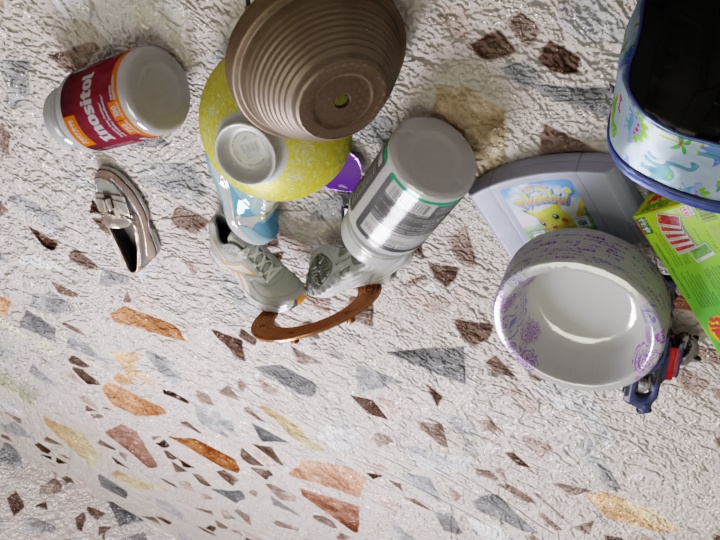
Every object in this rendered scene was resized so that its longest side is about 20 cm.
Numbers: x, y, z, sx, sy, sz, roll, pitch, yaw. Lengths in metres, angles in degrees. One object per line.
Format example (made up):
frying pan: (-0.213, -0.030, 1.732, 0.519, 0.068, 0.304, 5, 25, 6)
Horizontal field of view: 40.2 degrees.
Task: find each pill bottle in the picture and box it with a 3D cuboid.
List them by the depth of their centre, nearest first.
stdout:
pill bottle: (0.052, -0.089, 1.209, 0.112, 0.114, 0.200, 31, 147, -6)
pill bottle: (-0.326, -0.218, 1.293, 0.199, 0.114, 0.113, -7, 135, 40)

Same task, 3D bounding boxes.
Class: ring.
ring: (-0.062, 0.057, 1.415, 0.199, 0.200, 0.019, -6, 113, 39)

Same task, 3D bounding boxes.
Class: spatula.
spatula: (-0.020, -0.092, 1.334, 0.056, 0.021, 0.201, 8, 149, 11)

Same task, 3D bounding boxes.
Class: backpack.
backpack: (0.310, -0.146, 0.872, 0.181, 0.201, 0.148, 19, 146, 10)

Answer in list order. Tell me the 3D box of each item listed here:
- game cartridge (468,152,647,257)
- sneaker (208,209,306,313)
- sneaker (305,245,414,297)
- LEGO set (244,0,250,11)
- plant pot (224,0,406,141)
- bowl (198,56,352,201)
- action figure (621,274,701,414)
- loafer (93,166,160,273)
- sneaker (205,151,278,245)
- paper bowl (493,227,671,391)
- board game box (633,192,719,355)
game cartridge: (0.232, -0.078, 1.172, 0.199, 0.041, 0.134, -7, 130, 41)
sneaker: (-0.161, -0.015, 1.449, 0.199, 0.076, 0.092, 33, 150, 29)
sneaker: (0.000, 0.000, 1.392, 0.099, 0.079, 0.199, 16, 157, -35)
LEGO set: (-0.101, -0.360, 0.983, 0.199, 0.116, 0.155, -22, 94, 45)
plant pot: (-0.035, -0.203, 1.032, 0.199, 0.093, 0.202, -16, 141, -13)
bowl: (-0.117, -0.160, 1.177, 0.198, 0.108, 0.202, 10, 123, 15)
action figure: (0.349, 0.071, 1.274, 0.192, 0.105, 0.202, 16, 116, 6)
loafer: (-0.376, -0.075, 1.568, 0.071, 0.063, 0.201, 11, 144, 23)
sneaker: (-0.123, -0.103, 1.344, 0.129, 0.080, 0.201, 9, 144, 27)
paper bowl: (0.264, 0.037, 1.162, 0.199, 0.105, 0.202, 15, 134, 17)
board game box: (0.395, -0.003, 1.070, 0.101, 0.048, 0.201, -17, 113, 53)
